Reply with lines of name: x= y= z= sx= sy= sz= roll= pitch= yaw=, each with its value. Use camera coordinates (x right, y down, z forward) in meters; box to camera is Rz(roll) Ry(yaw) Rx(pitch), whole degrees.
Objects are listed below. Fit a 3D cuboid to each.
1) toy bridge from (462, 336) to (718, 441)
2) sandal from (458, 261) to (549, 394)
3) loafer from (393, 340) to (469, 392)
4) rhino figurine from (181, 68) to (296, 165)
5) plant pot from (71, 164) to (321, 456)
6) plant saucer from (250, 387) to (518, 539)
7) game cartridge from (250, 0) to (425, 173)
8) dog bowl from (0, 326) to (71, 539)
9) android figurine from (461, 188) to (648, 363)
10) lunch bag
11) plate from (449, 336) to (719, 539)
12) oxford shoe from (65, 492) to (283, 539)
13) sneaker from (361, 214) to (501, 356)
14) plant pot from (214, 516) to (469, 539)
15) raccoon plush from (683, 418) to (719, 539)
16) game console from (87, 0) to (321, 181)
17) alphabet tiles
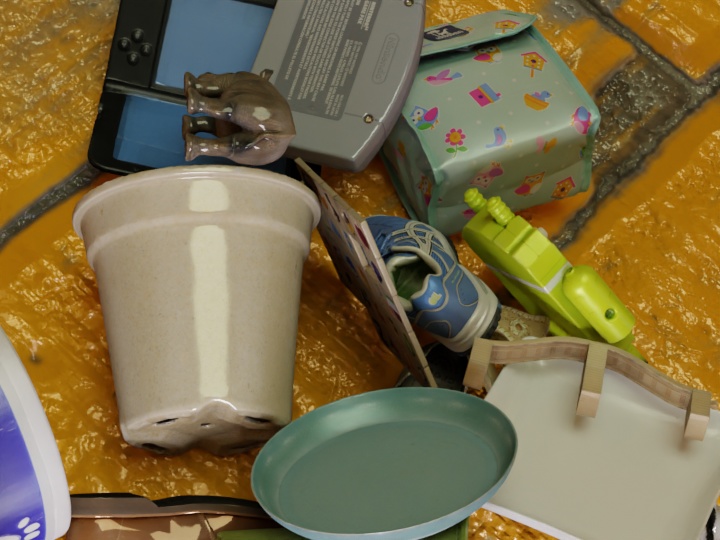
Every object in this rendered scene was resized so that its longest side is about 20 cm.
toy bridge: x=0.182 y=0.084 z=1.632 sx=0.198 sy=0.027 sz=0.067 roll=13 pitch=37 yaw=4
sandal: x=0.121 y=0.046 z=1.723 sx=0.069 sy=0.078 sz=0.213 roll=-27 pitch=55 yaw=6
loafer: x=0.039 y=0.132 z=1.672 sx=0.075 sy=0.068 sz=0.201 roll=18 pitch=54 yaw=1
rhino figurine: x=-0.097 y=-0.127 z=1.645 sx=0.086 sy=0.060 sz=0.200 roll=3 pitch=16 yaw=-7
plant pot: x=-0.124 y=0.041 z=1.629 sx=0.198 sy=0.201 sz=0.185 roll=1 pitch=69 yaw=-13
plant saucer: x=0.019 y=0.147 z=1.529 sx=0.198 sy=0.028 sz=0.201 roll=-8 pitch=26 yaw=4
game cartridge: x=-0.019 y=-0.179 z=1.759 sx=0.132 sy=0.041 sz=0.202 roll=12 pitch=66 yaw=16
dog bowl: x=-0.290 y=0.117 z=1.519 sx=0.078 sy=0.201 sz=0.201 roll=-24 pitch=67 yaw=-23
android figurine: x=0.155 y=0.011 z=1.712 sx=0.041 sy=0.182 sz=0.200 roll=-44 pitch=110 yaw=-7
lunch bag: x=0.093 y=-0.147 z=1.829 sx=0.169 sy=0.122 sz=0.201 roll=-17 pitch=55 yaw=-15
plate: x=0.179 y=0.148 z=1.599 sx=0.198 sy=0.033 sz=0.200 roll=22 pitch=41 yaw=14
oxford shoe: x=-0.129 y=0.207 z=1.597 sx=0.198 sy=0.071 sz=0.072 roll=1 pitch=86 yaw=-14
sneaker: x=0.040 y=-0.005 z=1.705 sx=0.077 sy=0.200 sz=0.076 roll=34 pitch=92 yaw=-36
plant pot: x=-0.020 y=0.260 z=1.523 sx=0.188 sy=0.201 sz=0.202 roll=6 pitch=57 yaw=3
raccoon plush: x=0.214 y=0.172 z=1.706 sx=0.198 sy=0.097 sz=0.135 roll=11 pitch=66 yaw=28
game console: x=-0.119 y=-0.158 z=1.778 sx=0.198 sy=0.116 sz=0.178 roll=12 pitch=97 yaw=-7
alphabet tiles: x=0.000 y=0.000 z=1.663 sx=0.007 sy=0.168 sz=0.200 roll=-28 pitch=27 yaw=-8
